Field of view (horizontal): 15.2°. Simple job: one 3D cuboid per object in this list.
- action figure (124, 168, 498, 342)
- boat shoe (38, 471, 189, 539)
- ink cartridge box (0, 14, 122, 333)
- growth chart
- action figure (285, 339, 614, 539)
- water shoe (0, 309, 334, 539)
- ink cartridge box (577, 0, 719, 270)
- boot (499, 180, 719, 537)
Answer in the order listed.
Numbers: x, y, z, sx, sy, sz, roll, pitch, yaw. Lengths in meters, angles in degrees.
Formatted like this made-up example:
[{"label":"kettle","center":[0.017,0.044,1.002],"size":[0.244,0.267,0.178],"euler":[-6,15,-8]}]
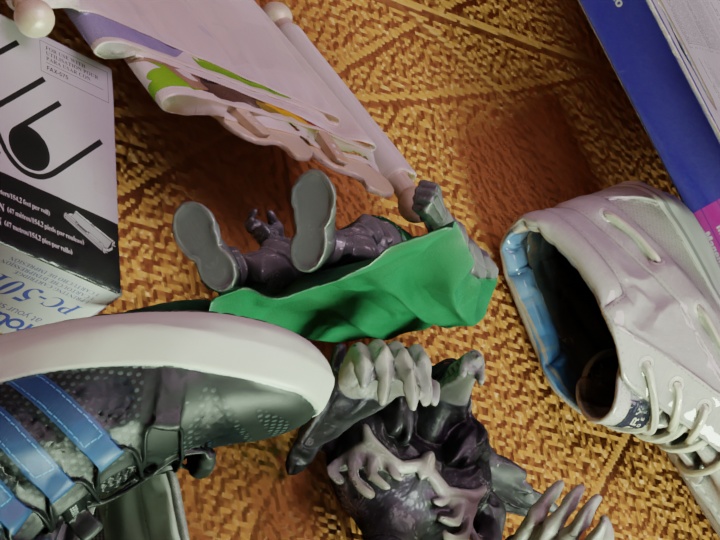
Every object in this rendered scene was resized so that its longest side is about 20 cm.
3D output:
[{"label":"action figure","center":[0.000,0.000,0.926],"size":[0.200,0.118,0.055],"euler":[16,64,-72]},{"label":"boat shoe","center":[-0.077,0.133,0.773],"size":[0.072,0.071,0.200],"euler":[15,54,-44]},{"label":"ink cartridge box","center":[-0.164,-0.054,0.830],"size":[0.200,0.044,0.094],"euler":[25,45,-37]},{"label":"growth chart","center":[-0.064,-0.086,0.955],"size":[0.200,0.018,0.145],"euler":[24,25,-40]},{"label":"action figure","center":[0.024,0.083,0.906],"size":[0.119,0.102,0.200],"euler":[30,41,-16]},{"label":"water shoe","center":[-0.104,0.061,0.748],"size":[0.200,0.072,0.079],"euler":[-6,73,-10]},{"label":"ink cartridge box","center":[0.139,-0.085,1.175],"size":[0.197,0.043,0.200],"euler":[64,18,6]},{"label":"boot","center":[0.125,0.058,1.085],"size":[0.096,0.074,0.200],"euler":[-13,67,-47]}]
